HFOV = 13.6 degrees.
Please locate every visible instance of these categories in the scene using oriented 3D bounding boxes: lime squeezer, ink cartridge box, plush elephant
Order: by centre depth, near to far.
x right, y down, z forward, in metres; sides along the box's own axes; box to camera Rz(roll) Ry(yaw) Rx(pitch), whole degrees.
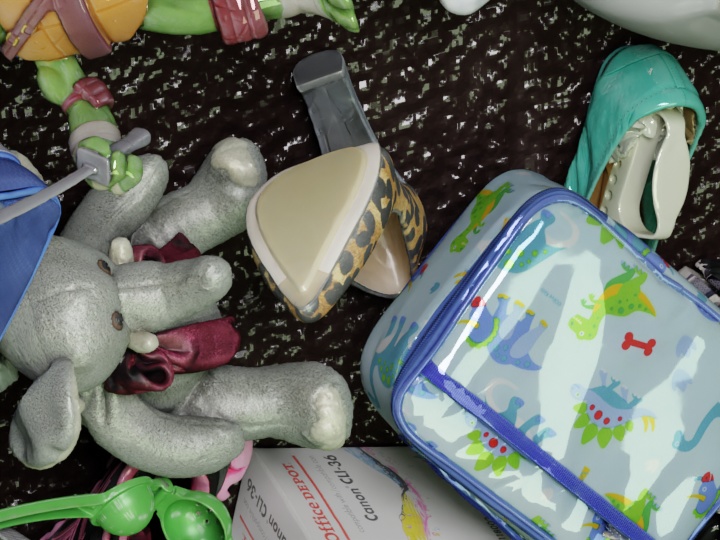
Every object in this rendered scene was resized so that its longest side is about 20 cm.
[{"bbox_3d":[-0.115,0.020,1.450,0.199,0.155,0.166,-13,82,-1],"label":"plush elephant"},{"bbox_3d":[-0.103,0.133,1.477,0.199,0.071,0.038,25,146,-26],"label":"lime squeezer"},{"bbox_3d":[0.006,0.151,1.620,0.199,0.117,0.068,0,119,-26],"label":"ink cartridge box"}]

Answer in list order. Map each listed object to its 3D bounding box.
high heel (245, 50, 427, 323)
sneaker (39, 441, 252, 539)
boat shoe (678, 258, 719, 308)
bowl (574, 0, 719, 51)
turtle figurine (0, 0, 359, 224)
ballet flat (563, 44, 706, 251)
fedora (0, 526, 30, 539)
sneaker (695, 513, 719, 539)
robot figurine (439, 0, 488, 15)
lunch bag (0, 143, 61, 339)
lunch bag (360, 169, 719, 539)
[{"bbox_3d":[0.000,0.000,1.485,0.071,0.200,0.143,-13,124,14],"label":"high heel"},{"bbox_3d":[-0.128,0.152,1.561,0.079,0.095,0.201,29,101,-5],"label":"sneaker"},{"bbox_3d":[0.156,0.089,1.663,0.074,0.093,0.200,32,99,-21],"label":"boat shoe"},{"bbox_3d":[0.201,-0.192,1.487,0.199,0.075,0.201,5,119,-60],"label":"bowl"},{"bbox_3d":[-0.104,-0.111,1.309,0.193,0.200,0.145,-20,87,3],"label":"turtle figurine"},{"bbox_3d":[0.135,-0.020,1.611,0.067,0.070,0.201,2,118,-27],"label":"ballet flat"},{"bbox_3d":[-0.193,0.199,1.490,0.090,0.199,0.177,-51,162,-32],"label":"fedora"},{"bbox_3d":[0.237,0.140,1.754,0.098,0.071,0.201,-39,125,0],"label":"sneaker"},{"bbox_3d":[0.041,-0.208,1.410,0.200,0.113,0.170,-36,116,-29],"label":"robot figurine"},{"bbox_3d":[-0.236,0.015,1.365,0.136,0.132,0.201,-7,132,-54],"label":"lunch bag"},{"bbox_3d":[0.109,0.062,1.544,0.200,0.082,0.161,40,88,-23],"label":"lunch bag"}]
